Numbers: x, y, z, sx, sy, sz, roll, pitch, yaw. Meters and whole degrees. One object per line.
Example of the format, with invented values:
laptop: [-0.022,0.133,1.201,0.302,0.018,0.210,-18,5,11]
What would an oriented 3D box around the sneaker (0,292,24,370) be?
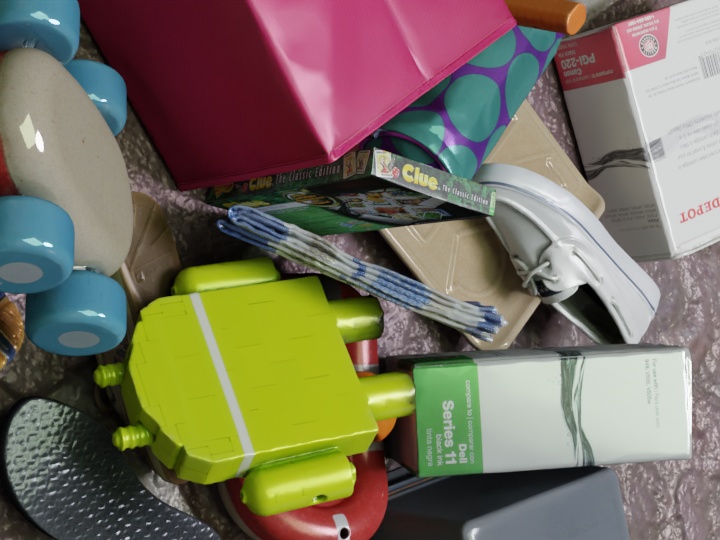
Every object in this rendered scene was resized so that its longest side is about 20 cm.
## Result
sneaker: [-0.286,0.072,1.012,0.075,0.088,0.200,46,36,0]

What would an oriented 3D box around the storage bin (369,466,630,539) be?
storage bin: [0.101,0.213,1.242,0.200,0.134,0.146,-14,94,-36]

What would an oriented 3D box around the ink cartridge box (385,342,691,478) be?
ink cartridge box: [0.127,0.099,1.216,0.200,0.147,0.083,-3,89,-6]

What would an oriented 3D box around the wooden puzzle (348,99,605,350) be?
wooden puzzle: [0.083,-0.062,1.312,0.200,0.046,0.185,48,60,-18]

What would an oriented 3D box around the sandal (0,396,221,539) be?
sandal: [-0.173,0.157,1.107,0.076,0.043,0.200,-54,126,-19]

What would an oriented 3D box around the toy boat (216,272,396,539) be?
toy boat: [-0.024,0.099,1.161,0.130,0.131,0.200,-2,87,-36]

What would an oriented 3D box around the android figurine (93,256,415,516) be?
android figurine: [-0.069,0.070,1.069,0.200,0.041,0.182,-11,61,-24]

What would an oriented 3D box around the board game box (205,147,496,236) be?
board game box: [-0.011,-0.051,1.141,0.105,0.200,0.024,13,79,-36]

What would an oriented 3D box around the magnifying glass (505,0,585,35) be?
magnifying glass: [0.077,-0.200,1.225,0.080,0.200,0.022,-50,138,-26]

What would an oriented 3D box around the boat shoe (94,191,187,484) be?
boat shoe: [-0.148,0.046,1.125,0.073,0.063,0.200,-20,102,-51]

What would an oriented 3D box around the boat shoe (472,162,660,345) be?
boat shoe: [0.155,-0.005,1.279,0.200,0.074,0.065,37,60,-22]

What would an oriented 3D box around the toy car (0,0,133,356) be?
toy car: [-0.252,-0.051,1.003,0.177,0.200,0.185,66,18,-62]

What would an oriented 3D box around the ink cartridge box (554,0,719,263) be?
ink cartridge box: [0.261,-0.120,1.422,0.146,0.085,0.200,-21,97,-36]

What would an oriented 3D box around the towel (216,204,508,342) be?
towel: [0.000,0.000,1.135,0.200,0.147,0.024,22,90,-1]

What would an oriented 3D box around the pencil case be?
pencil case: [0.076,-0.136,1.239,0.200,0.092,0.085,-54,135,-28]

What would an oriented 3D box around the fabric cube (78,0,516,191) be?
fabric cube: [-0.054,-0.195,1.124,0.200,0.196,0.200,-39,108,-33]
